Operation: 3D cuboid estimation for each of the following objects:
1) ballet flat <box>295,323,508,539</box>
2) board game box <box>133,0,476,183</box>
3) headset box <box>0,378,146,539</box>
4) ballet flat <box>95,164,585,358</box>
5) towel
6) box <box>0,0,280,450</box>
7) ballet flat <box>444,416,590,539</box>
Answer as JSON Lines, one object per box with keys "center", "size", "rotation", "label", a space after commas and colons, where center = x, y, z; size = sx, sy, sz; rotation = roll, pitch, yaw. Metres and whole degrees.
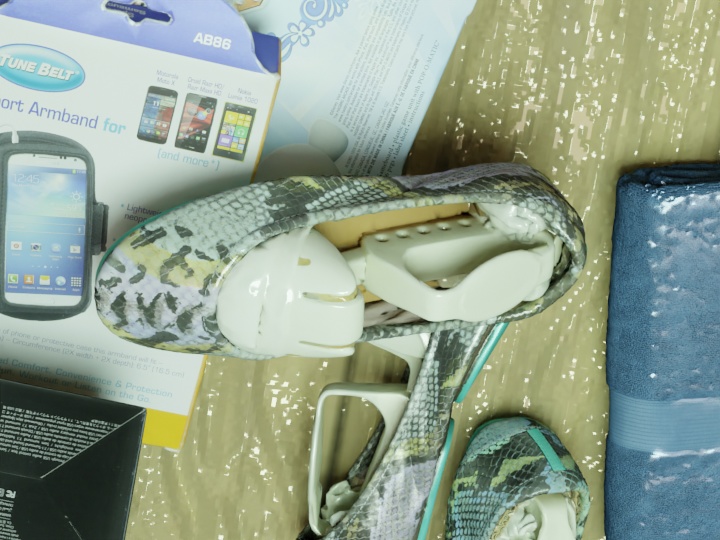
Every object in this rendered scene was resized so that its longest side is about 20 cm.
{"center": [0.020, 0.048, 1.180], "size": [0.072, 0.072, 0.201], "rotation": [18, 106, -11], "label": "ballet flat"}
{"center": [-0.061, -0.112, 1.125], "size": [0.199, 0.043, 0.200], "rotation": [20, 107, -12], "label": "board game box"}
{"center": [-0.176, 0.099, 1.125], "size": [0.148, 0.200, 0.077], "rotation": [12, 70, -9], "label": "headset box"}
{"center": [0.000, 0.000, 1.062], "size": [0.200, 0.072, 0.072], "rotation": [-10, 112, -24], "label": "ballet flat"}
{"center": [0.161, 0.048, 1.202], "size": [0.111, 0.049, 0.201], "rotation": [-2, 111, -5], "label": "towel"}
{"center": [-0.106, -0.031, 1.099], "size": [0.119, 0.042, 0.200], "rotation": [13, 116, -8], "label": "box"}
{"center": [0.063, 0.165, 1.219], "size": [0.074, 0.074, 0.201], "rotation": [2, 111, -6], "label": "ballet flat"}
